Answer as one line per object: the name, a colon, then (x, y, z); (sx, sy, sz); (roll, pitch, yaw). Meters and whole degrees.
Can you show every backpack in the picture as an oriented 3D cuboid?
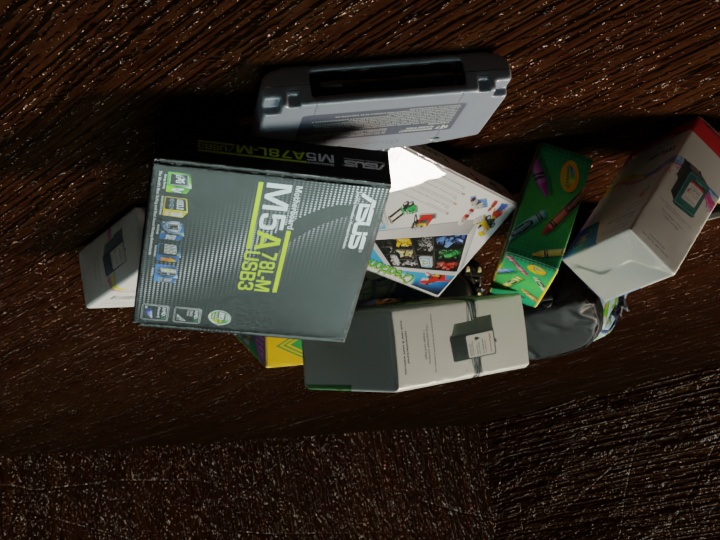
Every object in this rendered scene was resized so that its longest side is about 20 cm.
backpack: (0.239, 0.015, 1.609); (0.162, 0.201, 0.154); (-14, 130, 34)

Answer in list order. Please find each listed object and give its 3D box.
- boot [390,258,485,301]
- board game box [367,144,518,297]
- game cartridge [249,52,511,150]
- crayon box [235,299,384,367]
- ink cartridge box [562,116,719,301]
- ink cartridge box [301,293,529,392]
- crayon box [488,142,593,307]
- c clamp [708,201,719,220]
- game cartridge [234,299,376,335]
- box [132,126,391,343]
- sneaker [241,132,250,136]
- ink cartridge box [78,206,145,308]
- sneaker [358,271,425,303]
boot: (0.106, 0.012, 1.672); (0.153, 0.074, 0.203); (-1, -170, -40)
board game box: (0.046, -0.052, 1.277); (0.199, 0.035, 0.126); (21, 116, -47)
game cartridge: (0.011, -0.132, 1.111); (0.198, 0.042, 0.133); (-6, 172, -11)
crayon box: (-0.066, 0.060, 1.702); (0.171, 0.059, 0.200); (-3, -166, -20)
ink cartridge box: (0.296, -0.073, 1.352); (0.067, 0.200, 0.116); (42, 151, -10)
ink cartridge box: (0.058, 0.074, 1.435); (0.199, 0.084, 0.146); (-5, 180, -43)
crayon box: (0.184, -0.043, 1.413); (0.058, 0.120, 0.200); (18, 169, 5)
c clamp: (0.405, -0.081, 1.634); (0.170, 0.027, 0.200); (-15, 166, 26)
game cartridge: (-0.067, 0.029, 1.584); (0.198, 0.039, 0.130); (-3, -156, 31)
box: (-0.087, -0.024, 1.147); (0.191, 0.048, 0.201); (7, 135, -10)
sneaker: (-0.118, -0.042, 1.228); (0.075, 0.091, 0.200); (-1, 154, -36)
ink cartridge box: (-0.201, -0.017, 1.414); (0.116, 0.068, 0.200); (-1, 166, -33)
sneaker: (0.000, 0.000, 1.437); (0.088, 0.076, 0.200); (-39, 152, 14)
